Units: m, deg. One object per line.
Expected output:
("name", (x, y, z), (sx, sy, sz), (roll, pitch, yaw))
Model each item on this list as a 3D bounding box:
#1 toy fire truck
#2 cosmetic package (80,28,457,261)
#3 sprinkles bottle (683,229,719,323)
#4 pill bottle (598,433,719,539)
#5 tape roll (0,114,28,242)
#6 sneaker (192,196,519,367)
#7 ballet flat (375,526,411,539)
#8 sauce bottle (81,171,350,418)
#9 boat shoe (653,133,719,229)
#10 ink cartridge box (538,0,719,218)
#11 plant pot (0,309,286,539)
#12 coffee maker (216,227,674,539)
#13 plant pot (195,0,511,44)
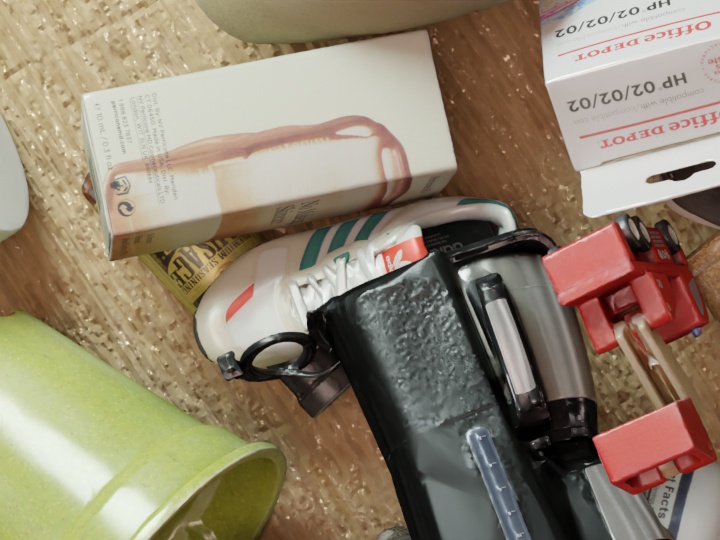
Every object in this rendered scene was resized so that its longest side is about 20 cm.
("toy fire truck", (0.154, 0.043, 1.393), (0.049, 0.200, 0.141), (-26, 80, 17))
("cosmetic package", (-0.055, -0.070, 1.495), (0.200, 0.103, 0.087), (-12, 83, -7))
("sprinkles bottle", (0.268, 0.055, 1.499), (0.068, 0.068, 0.200), (-40, 87, 12))
("pill bottle", (0.151, 0.154, 1.509), (0.200, 0.111, 0.111), (13, 98, 10))
("tape roll", (-0.309, -0.072, 1.529), (0.139, 0.203, 0.203), (-32, 89, 12))
("sneaker", (0.001, 0.000, 1.498), (0.200, 0.093, 0.070), (-18, 88, -14))
("ballet flat", (0.038, 0.250, 1.579), (0.067, 0.046, 0.200), (-16, 99, -19))
("sauce bottle", (-0.080, 0.002, 1.562), (0.200, 0.066, 0.066), (45, 102, 3))
("boat shoe", (0.262, -0.036, 1.459), (0.200, 0.057, 0.067), (16, 68, -14))
("ink cartridge box", (0.162, -0.124, 1.433), (0.115, 0.200, 0.068), (-15, 127, 12))
("plant pot", (-0.176, 0.126, 1.543), (0.184, 0.200, 0.200), (39, 102, 17))
("coffee maker", (0.054, 0.106, 1.422), (0.192, 0.135, 0.200), (-27, 68, 21))
("plant pot", (-0.005, -0.205, 1.467), (0.200, 0.187, 0.187), (-25, 91, 41))
